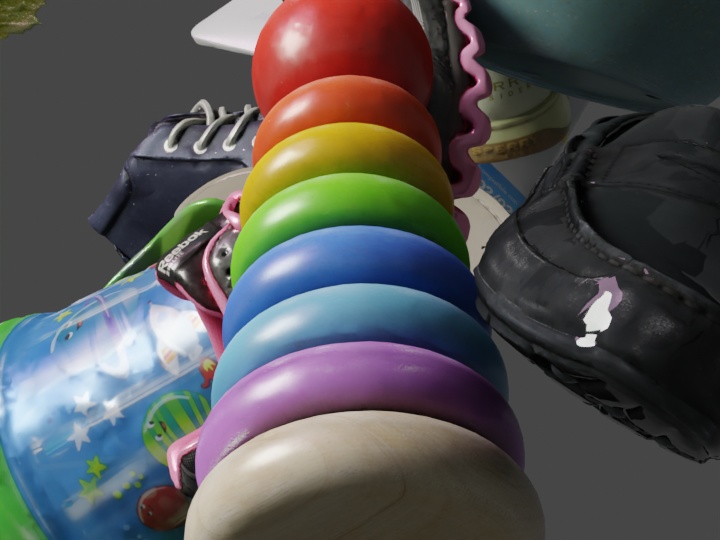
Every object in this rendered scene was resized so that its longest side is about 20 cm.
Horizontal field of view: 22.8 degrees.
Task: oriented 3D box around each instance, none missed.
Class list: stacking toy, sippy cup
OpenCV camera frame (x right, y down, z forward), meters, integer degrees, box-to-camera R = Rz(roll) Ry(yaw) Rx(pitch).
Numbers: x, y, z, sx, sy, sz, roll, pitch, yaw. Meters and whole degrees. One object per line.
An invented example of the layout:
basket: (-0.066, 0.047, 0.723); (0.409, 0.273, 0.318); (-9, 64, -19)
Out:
stacking toy: (-0.001, -0.005, 0.475); (0.085, 0.085, 0.201); (-43, 35, 37)
sippy cup: (-0.058, 0.051, 0.665); (0.130, 0.179, 0.139); (-32, -17, 24)

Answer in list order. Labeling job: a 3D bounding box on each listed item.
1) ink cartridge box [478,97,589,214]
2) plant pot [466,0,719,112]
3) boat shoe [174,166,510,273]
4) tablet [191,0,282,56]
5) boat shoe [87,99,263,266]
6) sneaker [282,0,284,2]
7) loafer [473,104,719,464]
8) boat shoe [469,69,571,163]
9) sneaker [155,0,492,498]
ink cartridge box: (0.047, -0.056, 0.884); (0.115, 0.068, 0.200); (-43, 9, 42)
plant pot: (0.091, -0.131, 0.625); (0.200, 0.199, 0.136); (-149, 75, -84)
boat shoe: (0.000, 0.000, 0.758); (0.199, 0.063, 0.073); (12, 43, 47)
tablet: (0.022, -0.132, 0.886); (0.199, 0.014, 0.130); (18, 44, 42)
boat shoe: (-0.058, -0.060, 0.909); (0.200, 0.093, 0.075); (-48, 4, 24)
sneaker: (0.024, -0.175, 0.768); (0.087, 0.075, 0.201); (-7, 43, 24)
loafer: (0.069, -0.008, 0.428); (0.071, 0.068, 0.201); (-56, 1, 10)
boat shoe: (0.054, -0.119, 0.776); (0.073, 0.063, 0.200); (-14, 32, 3)
sneaker: (-0.015, -0.011, 0.573); (0.079, 0.095, 0.202); (148, 132, -76)
